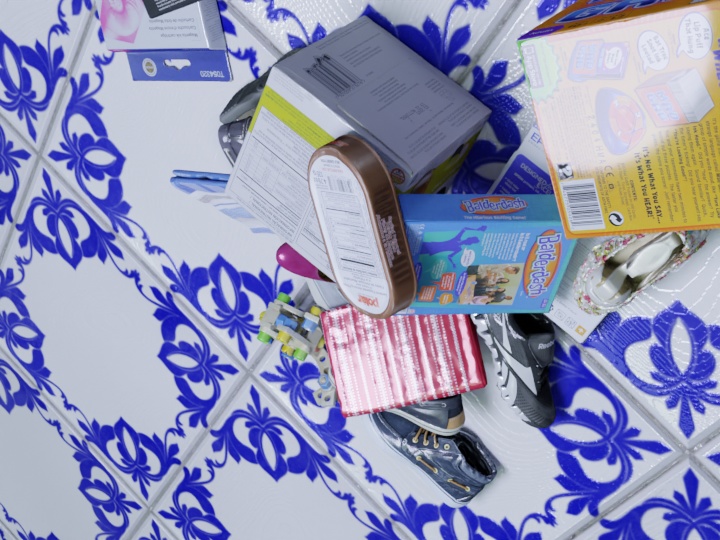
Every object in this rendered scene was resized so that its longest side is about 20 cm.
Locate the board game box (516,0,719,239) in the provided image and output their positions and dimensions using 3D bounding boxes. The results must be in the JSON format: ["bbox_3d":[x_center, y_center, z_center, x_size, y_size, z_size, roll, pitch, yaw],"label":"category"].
[{"bbox_3d":[0.298,-0.165,1.019,0.199,0.200,0.201,-3,113,38],"label":"board game box"}]

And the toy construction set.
[{"bbox_3d":[-0.074,0.104,1.516,0.131,0.092,0.201,17,149,35],"label":"toy construction set"}]

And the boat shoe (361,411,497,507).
[{"bbox_3d":[0.098,0.236,1.502,0.200,0.071,0.091,41,132,1],"label":"boat shoe"}]

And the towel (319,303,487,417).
[{"bbox_3d":[0.055,0.099,1.379,0.199,0.022,0.146,-15,84,17],"label":"towel"}]

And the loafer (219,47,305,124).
[{"bbox_3d":[-0.103,-0.222,1.392,0.070,0.075,0.199,42,147,-22],"label":"loafer"}]

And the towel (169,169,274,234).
[{"bbox_3d":[-0.141,-0.084,1.434,0.146,0.200,0.024,7,76,33],"label":"towel"}]

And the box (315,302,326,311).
[{"bbox_3d":[0.043,0.047,1.449,0.199,0.040,0.137,36,131,15],"label":"box"}]

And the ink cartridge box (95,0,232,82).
[{"bbox_3d":[-0.275,-0.347,1.462,0.195,0.043,0.201,6,117,34],"label":"ink cartridge box"}]

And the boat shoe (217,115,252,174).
[{"bbox_3d":[-0.139,-0.140,1.404,0.062,0.073,0.200,1,160,5],"label":"boat shoe"}]

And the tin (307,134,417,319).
[{"bbox_3d":[0.000,-0.042,1.138,0.112,0.042,0.201,17,127,55],"label":"tin"}]

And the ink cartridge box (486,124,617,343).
[{"bbox_3d":[0.235,-0.044,1.246,0.198,0.043,0.200,40,133,10],"label":"ink cartridge box"}]

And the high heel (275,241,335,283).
[{"bbox_3d":[0.000,0.000,1.312,0.096,0.198,0.068,-120,36,-55],"label":"high heel"}]

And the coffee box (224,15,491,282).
[{"bbox_3d":[-0.004,-0.138,1.266,0.200,0.200,0.198,38,132,11],"label":"coffee box"}]

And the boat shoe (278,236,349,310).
[{"bbox_3d":[-0.044,-0.028,1.384,0.071,0.070,0.201,-3,132,28],"label":"boat shoe"}]

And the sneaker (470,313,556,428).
[{"bbox_3d":[0.208,0.105,1.338,0.090,0.066,0.201,-16,103,44],"label":"sneaker"}]

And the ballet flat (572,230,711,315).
[{"bbox_3d":[0.288,-0.006,1.160,0.076,0.064,0.200,44,134,3],"label":"ballet flat"}]

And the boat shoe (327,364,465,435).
[{"bbox_3d":[0.049,0.153,1.431,0.199,0.075,0.063,20,126,23],"label":"boat shoe"}]

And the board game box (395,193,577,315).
[{"bbox_3d":[0.128,-0.015,1.186,0.198,0.045,0.153,0,137,-11],"label":"board game box"}]

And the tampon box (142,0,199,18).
[{"bbox_3d":[-0.201,-0.426,1.283,0.126,0.150,0.201,-7,111,40],"label":"tampon box"}]
